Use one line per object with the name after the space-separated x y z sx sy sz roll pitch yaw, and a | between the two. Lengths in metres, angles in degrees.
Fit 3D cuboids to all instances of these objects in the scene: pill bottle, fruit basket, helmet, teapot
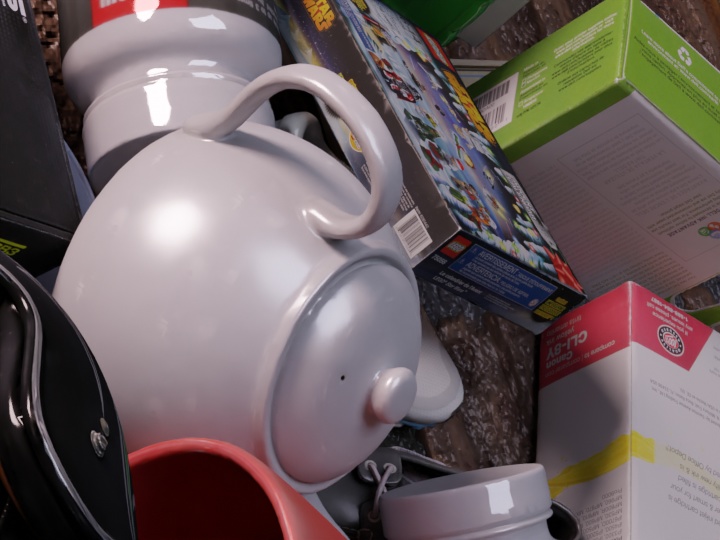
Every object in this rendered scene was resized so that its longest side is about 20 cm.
-0.100 -0.140 1.070 0.114 0.114 0.201 14 59 -41 | pill bottle
0.068 0.202 1.024 0.112 0.112 0.201 -9 87 -48 | pill bottle
0.093 -0.221 1.260 0.094 0.185 0.200 47 42 -4 | fruit basket
-0.184 0.075 0.805 0.200 0.200 0.191 6 43 -44 | helmet
-0.038 0.029 0.958 0.198 0.146 0.200 -62 148 -11 | teapot

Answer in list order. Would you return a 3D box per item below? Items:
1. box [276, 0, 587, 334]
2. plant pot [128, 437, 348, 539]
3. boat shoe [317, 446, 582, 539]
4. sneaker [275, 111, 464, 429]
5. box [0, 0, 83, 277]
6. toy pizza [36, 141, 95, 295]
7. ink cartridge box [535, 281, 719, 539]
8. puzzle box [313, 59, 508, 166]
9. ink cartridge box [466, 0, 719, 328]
0.034 -0.068 1.117 0.137 0.040 0.200 25 32 -54 | box
-0.042 0.196 0.897 0.177 0.200 0.201 36 46 -38 | plant pot
0.035 0.125 1.102 0.200 0.057 0.067 19 56 -38 | boat shoe
0.000 0.000 1.116 0.200 0.087 0.075 51 40 -14 | sneaker
-0.212 -0.108 0.908 0.193 0.047 0.201 20 48 -55 | box
-0.203 -0.018 0.961 0.200 0.032 0.201 24 51 -34 | toy pizza
0.178 0.131 1.224 0.145 0.083 0.200 30 49 -32 | ink cartridge box
0.062 -0.066 1.262 0.200 0.025 0.133 -6 72 -47 | puzzle box
0.167 -0.051 1.228 0.200 0.148 0.076 35 46 -28 | ink cartridge box
